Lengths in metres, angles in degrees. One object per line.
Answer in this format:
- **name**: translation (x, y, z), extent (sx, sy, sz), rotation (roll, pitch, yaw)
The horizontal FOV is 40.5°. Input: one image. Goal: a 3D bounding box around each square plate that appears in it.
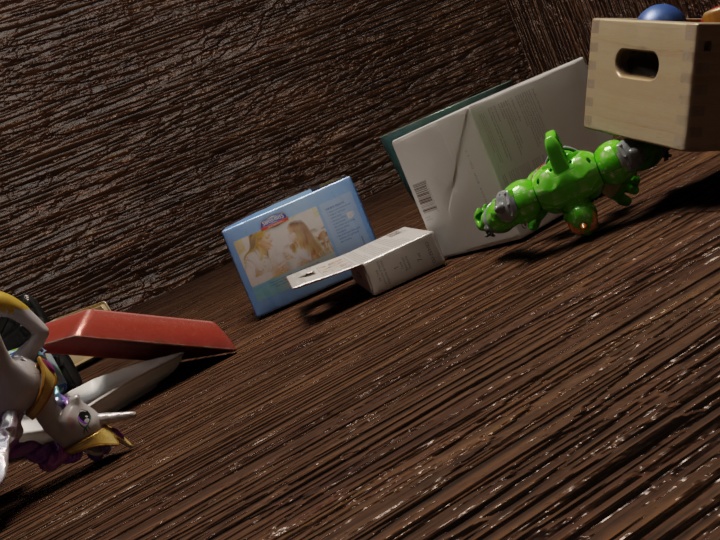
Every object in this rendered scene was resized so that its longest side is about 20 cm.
- **square plate**: translation (-0.324, 0.159, 1.126), extent (0.198, 0.029, 0.197), rotation (-18, 8, 40)

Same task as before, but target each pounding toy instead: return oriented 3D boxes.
- **pounding toy**: translation (0.327, -0.184, 0.841), extent (0.181, 0.145, 0.200), rotation (-4, 16, -18)

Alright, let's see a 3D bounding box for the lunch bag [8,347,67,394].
- **lunch bag**: translation (-0.474, 0.173, 1.215), extent (0.199, 0.083, 0.161), rotation (-28, -7, -31)

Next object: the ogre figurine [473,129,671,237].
- **ogre figurine**: translation (0.197, -0.083, 0.929), extent (0.197, 0.100, 0.120), rotation (-2, 4, 17)

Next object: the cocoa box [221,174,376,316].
- **cocoa box**: translation (-0.082, -0.038, 1.390), extent (0.197, 0.135, 0.131), rotation (-23, 7, -2)

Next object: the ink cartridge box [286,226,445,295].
- **ink cartridge box**: translation (0.000, 0.000, 1.190), extent (0.174, 0.045, 0.200), rotation (-23, 6, -4)

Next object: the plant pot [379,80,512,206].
- **plant pot**: translation (0.148, -0.151, 1.367), extent (0.198, 0.163, 0.201), rotation (-23, 6, 2)

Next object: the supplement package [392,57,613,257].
- **supplement package**: translation (0.175, -0.130, 1.141), extent (0.199, 0.154, 0.150), rotation (-27, 7, -33)

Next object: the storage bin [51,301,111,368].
- **storage bin**: translation (-0.570, 0.149, 1.783), extent (0.197, 0.095, 0.199), rotation (-18, 8, 41)

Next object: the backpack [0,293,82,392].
- **backpack**: translation (-0.526, 0.152, 1.421), extent (0.198, 0.165, 0.154), rotation (-31, -1, -12)

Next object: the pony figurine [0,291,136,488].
- **pony figurine**: translation (-0.312, 0.123, 0.811), extent (0.192, 0.201, 0.166), rotation (-39, 15, -6)

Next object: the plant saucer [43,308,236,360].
- **plant saucer**: translation (-0.276, 0.079, 1.159), extent (0.198, 0.037, 0.198), rotation (7, -13, -34)
